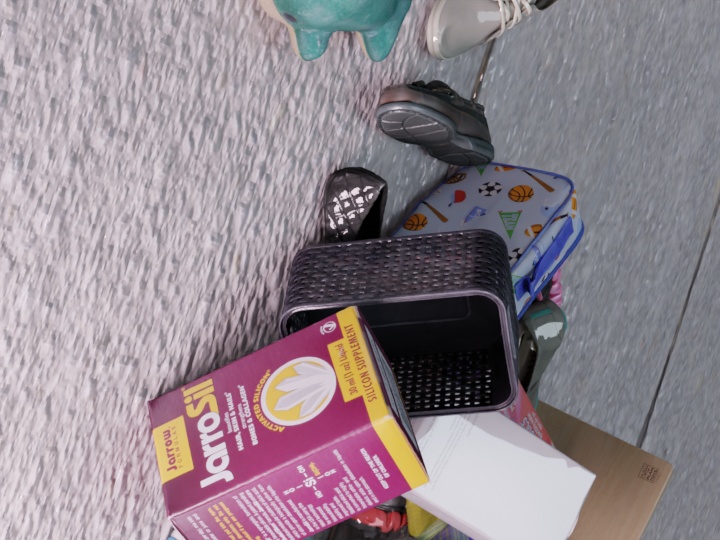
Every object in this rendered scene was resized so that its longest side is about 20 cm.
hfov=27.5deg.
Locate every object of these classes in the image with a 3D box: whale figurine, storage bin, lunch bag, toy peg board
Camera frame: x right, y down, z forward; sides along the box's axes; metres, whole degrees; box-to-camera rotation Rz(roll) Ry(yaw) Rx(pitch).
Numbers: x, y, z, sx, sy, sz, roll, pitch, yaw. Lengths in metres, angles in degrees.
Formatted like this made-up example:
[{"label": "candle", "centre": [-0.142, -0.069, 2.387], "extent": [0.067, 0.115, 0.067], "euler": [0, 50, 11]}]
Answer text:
[{"label": "whale figurine", "centre": [-0.004, -0.244, 1.224], "extent": [0.200, 0.103, 0.161], "euler": [35, 76, -53]}, {"label": "storage bin", "centre": [0.038, 0.051, 1.310], "extent": [0.094, 0.197, 0.136], "euler": [-80, 161, -53]}, {"label": "lunch bag", "centre": [0.122, -0.021, 1.432], "extent": [0.200, 0.159, 0.076], "euler": [-49, 139, -34]}, {"label": "toy peg board", "centre": [0.229, 0.282, 1.692], "extent": [0.201, 0.198, 0.098], "euler": [-59, 158, -16]}]

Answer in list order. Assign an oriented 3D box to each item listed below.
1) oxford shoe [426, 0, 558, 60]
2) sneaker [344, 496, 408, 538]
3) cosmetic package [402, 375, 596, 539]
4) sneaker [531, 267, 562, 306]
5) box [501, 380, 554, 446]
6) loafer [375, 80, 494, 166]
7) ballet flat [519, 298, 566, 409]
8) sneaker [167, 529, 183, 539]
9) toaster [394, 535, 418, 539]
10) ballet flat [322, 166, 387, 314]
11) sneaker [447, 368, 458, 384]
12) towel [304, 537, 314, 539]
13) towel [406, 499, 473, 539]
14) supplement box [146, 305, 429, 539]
[{"label": "oxford shoe", "centre": [0.136, -0.263, 1.442], "extent": [0.199, 0.057, 0.076], "euler": [-35, 133, -38]}, {"label": "sneaker", "centre": [0.054, 0.221, 1.525], "extent": [0.199, 0.070, 0.099], "euler": [11, 98, -52]}, {"label": "cosmetic package", "centre": [0.115, 0.195, 1.412], "extent": [0.199, 0.081, 0.114], "euler": [36, 76, -20]}, {"label": "sneaker", "centre": [0.170, -0.010, 1.571], "extent": [0.095, 0.079, 0.201], "euler": [-29, 139, -24]}, {"label": "box", "centre": [0.131, 0.180, 1.584], "extent": [0.095, 0.102, 0.201], "euler": [-56, 142, -21]}, {"label": "loafer", "centre": [0.070, -0.151, 1.407], "extent": [0.200, 0.071, 0.064], "euler": [22, 67, -61]}, {"label": "ballet flat", "centre": [0.168, 0.110, 1.614], "extent": [0.063, 0.068, 0.201], "euler": [-14, 141, -28]}, {"label": "sneaker", "centre": [-0.081, 0.269, 1.308], "extent": [0.199, 0.075, 0.087], "euler": [36, 70, -21]}, {"label": "toaster", "centre": [0.031, 0.387, 1.429], "extent": [0.182, 0.118, 0.200], "euler": [-64, 176, 26]}, {"label": "ballet flat", "centre": [0.000, 0.000, 1.372], "extent": [0.066, 0.056, 0.202], "euler": [-32, 128, -40]}, {"label": "sneaker", "centre": [0.108, 0.044, 1.475], "extent": [0.201, 0.082, 0.081], "euler": [-89, 171, -53]}, {"label": "towel", "centre": [-0.084, 0.337, 1.416], "extent": [0.172, 0.048, 0.200], "euler": [-58, 142, -14]}, {"label": "towel", "centre": [0.111, 0.257, 1.517], "extent": [0.143, 0.023, 0.202], "euler": [-28, 133, -24]}, {"label": "supplement box", "centre": [-0.061, 0.140, 1.212], "extent": [0.198, 0.132, 0.104], "euler": [-25, 136, 5]}]
